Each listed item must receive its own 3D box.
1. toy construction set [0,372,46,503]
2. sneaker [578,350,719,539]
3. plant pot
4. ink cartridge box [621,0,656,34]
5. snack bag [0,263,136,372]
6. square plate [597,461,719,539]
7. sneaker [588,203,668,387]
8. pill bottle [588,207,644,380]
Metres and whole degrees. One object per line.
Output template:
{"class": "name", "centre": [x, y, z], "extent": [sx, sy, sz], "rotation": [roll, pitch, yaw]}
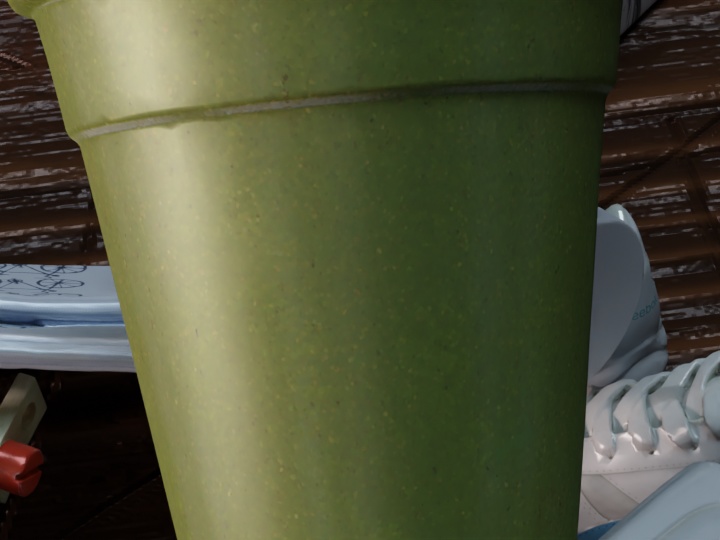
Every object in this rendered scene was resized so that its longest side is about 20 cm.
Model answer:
{"class": "toy construction set", "centre": [-0.206, 0.082, 0.912], "extent": [0.199, 0.093, 0.131], "rotation": [4, 37, 27]}
{"class": "sneaker", "centre": [0.119, 0.063, 0.915], "extent": [0.198, 0.081, 0.077], "rotation": [6, 41, 13]}
{"class": "plant pot", "centre": [0.000, 0.000, 0.787], "extent": [0.198, 0.192, 0.200], "rotation": [-6, 0, 0]}
{"class": "ink cartridge box", "centre": [0.060, -0.159, 1.194], "extent": [0.145, 0.085, 0.200], "rotation": [22, 46, 27]}
{"class": "snack bag", "centre": [-0.127, 0.014, 0.947], "extent": [0.187, 0.022, 0.200], "rotation": [3, 6, -4]}
{"class": "square plate", "centre": [0.127, 0.142, 0.736], "extent": [0.200, 0.029, 0.198], "rotation": [35, 39, 25]}
{"class": "sneaker", "centre": [0.047, -0.027, 1.034], "extent": [0.070, 0.081, 0.200], "rotation": [-34, 46, -31]}
{"class": "pill bottle", "centre": [0.008, -0.026, 0.945], "extent": [0.111, 0.111, 0.199], "rotation": [-32, 46, -32]}
